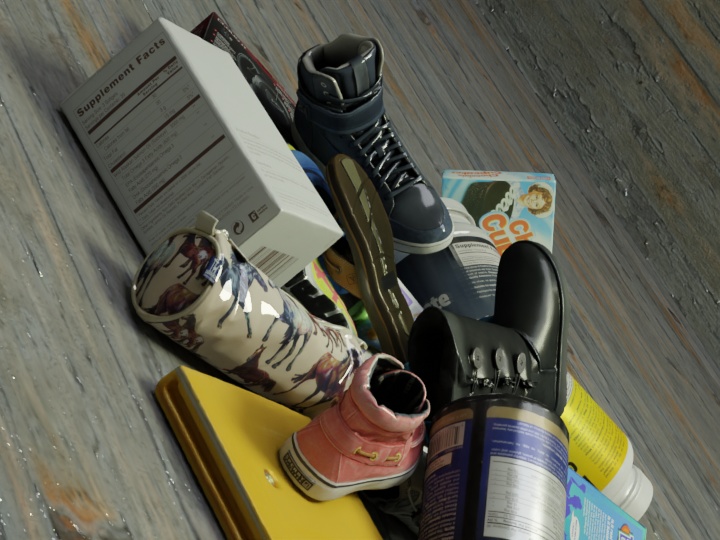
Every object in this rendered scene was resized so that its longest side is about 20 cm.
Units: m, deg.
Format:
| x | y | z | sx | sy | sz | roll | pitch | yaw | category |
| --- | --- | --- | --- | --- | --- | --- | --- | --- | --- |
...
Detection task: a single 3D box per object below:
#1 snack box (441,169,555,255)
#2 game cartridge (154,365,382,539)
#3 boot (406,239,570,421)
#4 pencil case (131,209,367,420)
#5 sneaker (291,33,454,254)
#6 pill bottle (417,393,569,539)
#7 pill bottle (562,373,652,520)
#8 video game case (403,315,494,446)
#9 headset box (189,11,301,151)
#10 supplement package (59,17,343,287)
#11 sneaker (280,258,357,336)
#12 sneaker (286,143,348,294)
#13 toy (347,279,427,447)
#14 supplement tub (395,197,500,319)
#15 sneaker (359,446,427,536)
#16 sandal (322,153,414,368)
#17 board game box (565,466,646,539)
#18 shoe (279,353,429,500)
| x | y | z | sx | sy | sz | roll | pitch | yaw | category |
| --- | --- | --- | --- | --- | --- | --- | --- | --- | --- |
| 0.137 | -0.001 | 1.909 | 0.037 | 0.116 | 0.201 | -81 | 173 | -74 | snack box |
| -0.050 | 0.163 | 1.319 | 0.177 | 0.032 | 0.200 | 59 | 14 | 28 | game cartridge |
| 0.103 | 0.049 | 1.570 | 0.200 | 0.065 | 0.166 | 5 | 74 | -53 | boot |
| -0.077 | 0.041 | 1.401 | 0.200 | 0.090 | 0.078 | 38 | 4 | -42 | pencil case |
| 0.012 | -0.116 | 1.641 | 0.202 | 0.077 | 0.146 | 45 | -28 | 22 | sneaker |
| 0.098 | 0.202 | 1.402 | 0.112 | 0.111 | 0.201 | 40 | 45 | -38 | pill bottle |
| 0.204 | 0.178 | 1.892 | 0.200 | 0.112 | 0.113 | 46 | 15 | -18 | pill bottle |
| 0.108 | 0.154 | 1.613 | 0.143 | 0.018 | 0.201 | -26 | 100 | -54 | video game case |
| -0.123 | -0.149 | 1.754 | 0.149 | 0.077 | 0.200 | 48 | 14 | -16 | headset box |
| -0.127 | -0.081 | 1.489 | 0.200 | 0.117 | 0.117 | 58 | 16 | 22 | supplement package |
| -0.054 | 0.029 | 1.567 | 0.200 | 0.078 | 0.090 | 65 | 5 | 36 | sneaker |
| -0.037 | -0.028 | 1.672 | 0.078 | 0.066 | 0.200 | 46 | -10 | 40 | sneaker |
| 0.060 | 0.105 | 1.637 | 0.200 | 0.115 | 0.047 | 48 | -28 | -5 | toy |
| 0.088 | 0.044 | 1.789 | 0.140 | 0.140 | 0.201 | 31 | 27 | -54 | supplement tub |
| 0.038 | 0.181 | 1.494 | 0.200 | 0.075 | 0.082 | 42 | 28 | -8 | sneaker |
| 0.000 | 0.000 | 1.592 | 0.082 | 0.054 | 0.201 | -23 | 96 | -71 | sandal |
| 0.175 | 0.255 | 1.616 | 0.200 | 0.045 | 0.153 | 40 | 50 | -39 | board game box |
| 0.021 | 0.110 | 1.370 | 0.072 | 0.091 | 0.200 | 51 | 21 | 13 | shoe |
